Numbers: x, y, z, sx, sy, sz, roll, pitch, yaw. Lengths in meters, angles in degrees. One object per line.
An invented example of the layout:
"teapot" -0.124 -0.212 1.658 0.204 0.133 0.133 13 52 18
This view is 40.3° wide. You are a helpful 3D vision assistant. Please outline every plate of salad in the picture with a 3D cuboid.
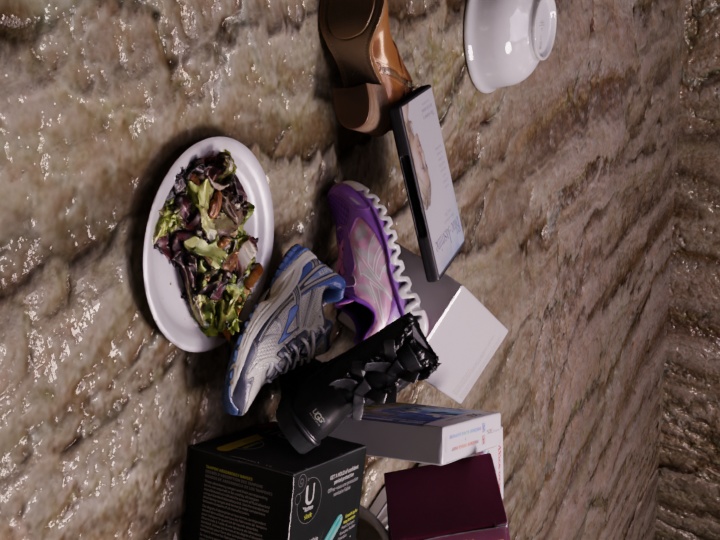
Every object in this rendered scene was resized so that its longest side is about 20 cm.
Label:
"plate of salad" -0.129 -0.022 0.914 0.200 0.048 0.203 -29 124 -55

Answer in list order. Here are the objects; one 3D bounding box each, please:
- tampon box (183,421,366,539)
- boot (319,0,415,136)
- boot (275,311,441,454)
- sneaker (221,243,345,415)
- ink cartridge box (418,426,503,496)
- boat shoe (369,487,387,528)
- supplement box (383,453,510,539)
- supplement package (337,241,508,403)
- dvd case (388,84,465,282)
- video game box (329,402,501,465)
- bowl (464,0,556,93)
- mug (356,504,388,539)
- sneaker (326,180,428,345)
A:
"tampon box" -0.090 0.274 0.998 0.149 0.125 0.203 -3 100 -62
"boot" 0.022 -0.253 1.102 0.155 0.076 0.203 -21 107 -66
"boot" -0.004 0.101 1.008 0.074 0.162 0.198 54 6 -10
"sneaker" -0.071 0.063 0.976 0.201 0.084 0.077 -63 179 -34
"ink cartridge box" 0.149 0.340 1.513 0.200 0.083 0.147 -39 132 -52
"boat shoe" 0.028 0.369 1.315 0.201 0.065 0.074 -56 144 -39
"supplement box" 0.105 0.320 1.114 0.104 0.129 0.202 -96 175 -52
"supplement package" 0.084 0.068 1.234 0.120 0.121 0.200 -55 150 -2
"dvd case" 0.079 -0.103 1.132 0.143 0.017 0.202 -48 127 -64
"video game box" 0.041 0.183 1.136 0.182 0.198 0.048 10 83 -62
"bowl" 0.230 -0.360 1.439 0.201 0.089 0.204 -27 121 -56
"mug" -0.027 0.366 1.160 0.187 0.149 0.153 -47 156 -2
"sneaker" 0.000 0.000 1.090 0.088 0.080 0.202 -20 86 -23
